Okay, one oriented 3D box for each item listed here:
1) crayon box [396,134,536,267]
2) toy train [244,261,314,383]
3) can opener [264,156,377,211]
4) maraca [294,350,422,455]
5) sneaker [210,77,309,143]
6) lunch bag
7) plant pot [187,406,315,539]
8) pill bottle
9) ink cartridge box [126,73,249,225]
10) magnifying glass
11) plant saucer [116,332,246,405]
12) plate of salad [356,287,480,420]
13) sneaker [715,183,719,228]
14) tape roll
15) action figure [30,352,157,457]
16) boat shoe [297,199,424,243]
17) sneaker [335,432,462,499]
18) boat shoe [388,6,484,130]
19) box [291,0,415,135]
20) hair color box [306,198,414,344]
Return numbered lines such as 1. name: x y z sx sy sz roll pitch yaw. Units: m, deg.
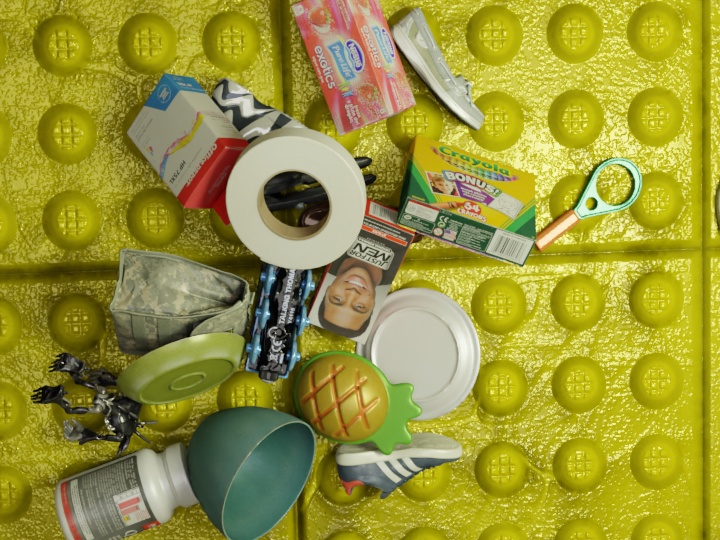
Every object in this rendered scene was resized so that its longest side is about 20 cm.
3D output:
1. crayon box: 0.159 -0.106 1.691 0.197 0.174 0.059 18 128 -6
2. toy train: -0.122 0.064 1.714 0.085 0.114 0.204 11 94 -11
3. can opener: -0.070 -0.128 1.729 0.196 0.079 0.065 -10 95 -14
4. maraca: -0.006 0.200 1.731 0.197 0.107 0.139 21 101 8
5. sneaker: -0.153 -0.183 1.708 0.197 0.080 0.131 31 94 -7
6. lunch bag: -0.255 0.059 1.669 0.196 0.165 0.120 7 66 -5
7. plant pot: -0.180 0.283 1.708 0.134 0.199 0.203 29 93 30
8. pill bottle: -0.348 0.338 1.721 0.197 0.116 0.118 -20 96 -1
9. ink cartridge box: -0.237 -0.173 1.651 0.200 0.067 0.117 49 115 21
10. magnifying glass: 0.352 -0.099 1.782 0.199 0.022 0.080 -38 97 -2
11. plant saucer: -0.257 0.150 1.673 0.197 0.200 0.031 -21 70 -2
12. plate of salad: 0.090 0.128 1.764 0.196 0.048 0.204 0 91 18
13. sneaker: 0.602 -0.139 1.763 0.071 0.085 0.204 7 96 -6
14. tape roll: -0.090 -0.098 1.598 0.199 0.037 0.206 2 118 4
15. action figure: -0.396 0.200 1.714 0.200 0.101 0.120 45 57 -43
16. boat shoe: 0.003 -0.072 1.734 0.196 0.068 0.074 2 95 -4
17. sneaker: 0.061 0.307 1.775 0.196 0.075 0.086 -5 102 2
18. boat shoe: 0.124 -0.300 1.721 0.065 0.074 0.203 -39 90 5
19. box: -0.008 -0.315 1.680 0.093 0.102 0.203 -17 97 30
20. hair color box: 0.000 0.000 1.695 0.100 0.062 0.202 20 118 -6
